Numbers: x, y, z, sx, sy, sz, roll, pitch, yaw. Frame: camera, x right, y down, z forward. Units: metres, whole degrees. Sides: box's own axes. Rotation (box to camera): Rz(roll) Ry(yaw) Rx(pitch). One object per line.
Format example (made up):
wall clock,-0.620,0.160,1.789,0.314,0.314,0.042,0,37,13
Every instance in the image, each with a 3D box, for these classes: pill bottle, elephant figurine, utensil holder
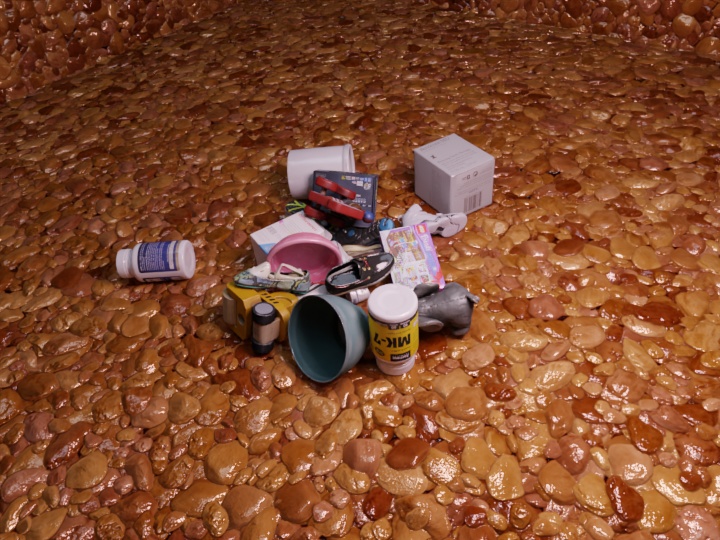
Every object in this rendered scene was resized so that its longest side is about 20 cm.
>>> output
pill bottle,-0.583,-0.026,1.711,0.197,0.112,0.112,-4,41,2
elephant figurine,0.166,0.098,1.457,0.198,0.157,0.142,-3,31,-9
utensil holder,-0.124,-0.316,1.941,0.198,0.171,0.171,-2,41,7
pill bottle,0.077,0.140,1.380,0.113,0.201,0.115,-4,41,3

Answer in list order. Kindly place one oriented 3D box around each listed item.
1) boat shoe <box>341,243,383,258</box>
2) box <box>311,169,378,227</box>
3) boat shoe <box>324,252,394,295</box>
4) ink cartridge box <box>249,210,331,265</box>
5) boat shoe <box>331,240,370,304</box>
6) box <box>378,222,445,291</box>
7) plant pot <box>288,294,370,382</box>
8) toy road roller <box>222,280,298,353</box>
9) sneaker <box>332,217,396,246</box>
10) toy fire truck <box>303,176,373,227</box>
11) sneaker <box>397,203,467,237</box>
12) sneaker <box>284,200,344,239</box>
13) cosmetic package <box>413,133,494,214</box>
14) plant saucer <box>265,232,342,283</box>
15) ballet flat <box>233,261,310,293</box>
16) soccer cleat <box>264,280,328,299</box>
boat shoe,0.033,-0.030,1.685,0.197,0.072,0.073,2,66,5
box,-0.048,-0.220,1.830,0.198,0.160,0.051,8,16,15
boat shoe,0.001,0.002,1.557,0.200,0.063,0.074,-23,65,-12
ink cartridge box,-0.187,-0.064,1.695,0.199,0.126,0.129,-27,45,-22
boat shoe,-0.029,-0.002,1.629,0.065,0.072,0.201,-16,55,-14
box,0.138,-0.024,1.619,0.135,0.039,0.202,-11,67,-6
plant pot,-0.057,0.148,1.416,0.200,0.202,0.133,33,28,35
toy road roller,-0.246,0.104,1.527,0.199,0.124,0.145,32,39,34
sneaker,0.016,-0.089,1.749,0.198,0.082,0.074,-13,64,18
toy fire truck,-0.051,-0.175,1.693,0.167,0.113,0.199,30,9,41
sneaker,0.209,-0.151,1.784,0.198,0.076,0.115,-17,45,-7
sneaker,-0.137,-0.141,1.823,0.199,0.077,0.076,27,47,8
cosmetic package,0.286,-0.291,1.863,0.166,0.168,0.200,-25,44,-20
plant saucer,-0.148,-0.033,1.565,0.198,0.201,0.051,-7,54,-1
ballet flat,-0.220,0.011,1.522,0.198,0.075,0.075,7,36,-23
soccer cleat,-0.171,0.076,1.584,0.198,0.069,0.086,-7,37,-8
